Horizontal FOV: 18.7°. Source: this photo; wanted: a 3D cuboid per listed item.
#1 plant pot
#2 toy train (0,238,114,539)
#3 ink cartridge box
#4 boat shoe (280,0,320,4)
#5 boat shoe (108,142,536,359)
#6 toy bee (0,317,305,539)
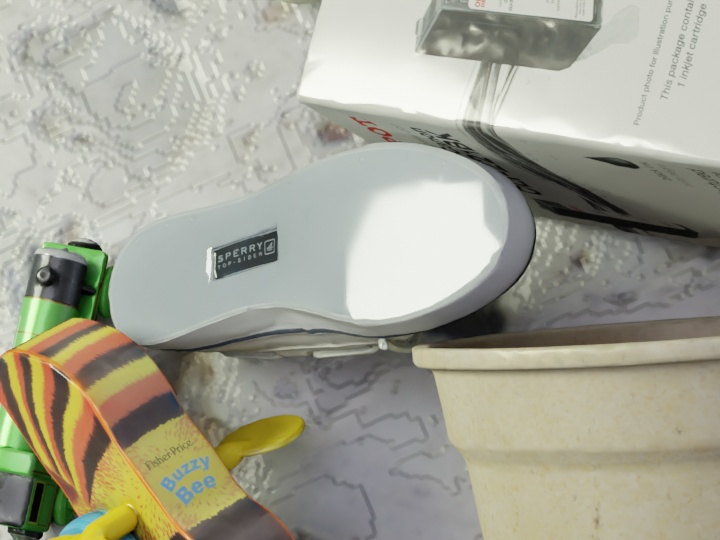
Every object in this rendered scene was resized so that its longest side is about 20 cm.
[{"bbox_3d":[0.123,0.111,0.783,0.200,0.200,0.184,-4,90,12],"label":"plant pot"},{"bbox_3d":[-0.138,0.081,0.902,0.042,0.056,0.200,9,82,14],"label":"toy train"},{"bbox_3d":[0.099,-0.067,0.803,0.200,0.144,0.084,13,83,36],"label":"ink cartridge box"},{"bbox_3d":[0.032,-0.185,0.910,0.200,0.068,0.072,-33,76,6],"label":"boat shoe"},{"bbox_3d":[-0.001,0.005,0.854,0.202,0.086,0.075,-15,69,39],"label":"boat shoe"},{"bbox_3d":[-0.057,0.099,0.839,0.200,0.109,0.131,44,53,-13],"label":"toy bee"}]
